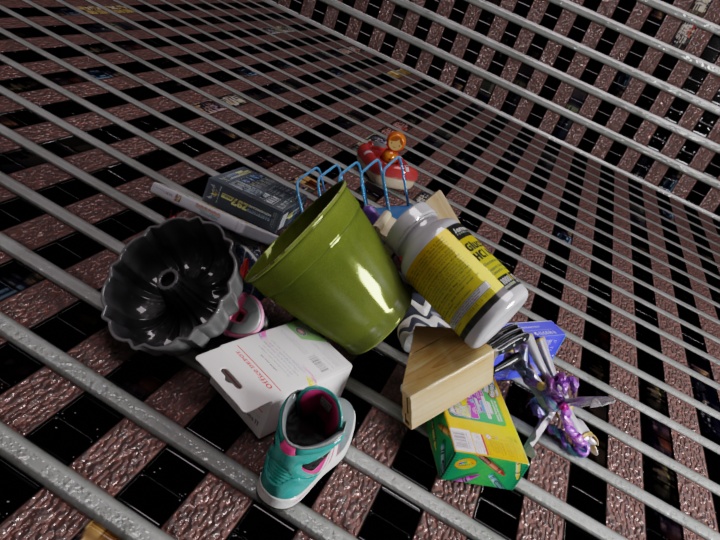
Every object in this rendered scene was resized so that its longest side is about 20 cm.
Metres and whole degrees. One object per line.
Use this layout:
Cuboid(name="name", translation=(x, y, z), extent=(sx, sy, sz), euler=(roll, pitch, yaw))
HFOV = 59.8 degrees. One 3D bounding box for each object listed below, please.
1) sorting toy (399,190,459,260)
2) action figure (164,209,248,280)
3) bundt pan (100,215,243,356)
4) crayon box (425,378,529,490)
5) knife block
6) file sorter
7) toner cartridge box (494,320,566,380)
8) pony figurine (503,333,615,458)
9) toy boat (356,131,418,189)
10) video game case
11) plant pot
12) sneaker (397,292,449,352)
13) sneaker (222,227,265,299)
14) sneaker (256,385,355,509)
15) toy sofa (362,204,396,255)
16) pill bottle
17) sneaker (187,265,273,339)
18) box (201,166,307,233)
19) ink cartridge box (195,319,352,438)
Cuboid(name="sorting toy", translation=(0.152, -0.033, 1.248), extent=(0.202, 0.069, 0.199), euler=(58, 34, -6))
Cuboid(name="action figure", translation=(-0.272, -0.048, 0.992), extent=(0.196, 0.101, 0.065), euler=(7, -4, 17))
Cuboid(name="bundt pan", translation=(-0.249, 0.030, 0.862), extent=(0.198, 0.076, 0.205), euler=(-7, 59, 11))
Cuboid(name="crayon box", translation=(0.159, 0.219, 0.932), extent=(0.117, 0.059, 0.201), euler=(14, 31, -16))
Cuboid(name="knife block", translation=(0.156, 0.139, 0.902), extent=(0.172, 0.065, 0.201), euler=(3, 35, 13))
Cuboid(name="file sorter", translation=(-0.013, -0.147, 1.253), extent=(0.197, 0.125, 0.139), euler=(-3, 22, 22))
Cuboid(name="toner cartridge box", translation=(0.263, 0.141, 1.094), extent=(0.197, 0.096, 0.043), euler=(1, 33, -35))
Cuboid(name="pony figurine", translation=(0.301, 0.200, 0.970), extent=(0.192, 0.166, 0.202), euler=(18, 40, -61))
Cuboid(name="toy boat", translation=(0.080, -0.301, 1.644), extent=(0.129, 0.132, 0.201), euler=(3, 35, -30))
Cuboid(name="video game case", translation=(-0.239, -0.092, 1.089), extent=(0.180, 0.023, 0.200), euler=(25, 1, 14))
Cuboid(name="plant pot", translation=(-0.031, 0.011, 0.905), extent=(0.193, 0.200, 0.201), euler=(46, 27, -12))
Cuboid(name="sneaker", translation=(0.149, 0.085, 1.119), extent=(0.195, 0.080, 0.131), euler=(1, 43, -16))
Cuboid(name="sneaker", translation=(-0.196, -0.023, 1.058), extent=(0.084, 0.078, 0.200), euler=(-3, 35, -48))
Cuboid(name="sneaker", translation=(-0.050, 0.187, 0.775), extent=(0.083, 0.122, 0.200), euler=(29, 30, 12))
Cuboid(name="toy sofa", translation=(0.000, 0.000, 1.031), extent=(0.097, 0.202, 0.083), euler=(31, 28, 2))
Cuboid(name="pill bottle", translation=(0.130, 0.001, 0.886), extent=(0.200, 0.113, 0.112), euler=(47, 36, 18))
Cuboid(name="sneaker", translation=(-0.212, 0.058, 0.941), extent=(0.198, 0.080, 0.095), euler=(25, -9, 26))
Cuboid(name="box", translation=(-0.203, -0.144, 1.240), extent=(0.156, 0.052, 0.200), euler=(25, 17, 1))
Cuboid(name="ink cartridge box", translation=(-0.120, 0.146, 0.846), extent=(0.117, 0.068, 0.198), euler=(39, 32, 28))
